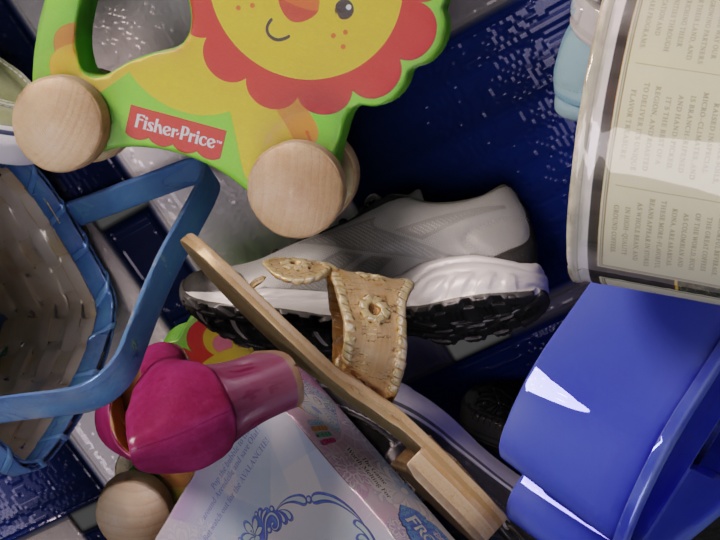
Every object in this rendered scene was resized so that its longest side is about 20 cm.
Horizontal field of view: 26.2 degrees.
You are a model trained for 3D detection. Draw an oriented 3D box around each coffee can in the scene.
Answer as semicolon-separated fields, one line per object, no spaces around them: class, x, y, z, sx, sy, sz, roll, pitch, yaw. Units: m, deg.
coffee can;0.196;-0.050;0.633;0.198;0.147;0.148;11;119;15

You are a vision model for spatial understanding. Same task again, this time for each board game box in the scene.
board game box;-0.028;0.190;0.821;0.199;0.043;0.201;46;122;24

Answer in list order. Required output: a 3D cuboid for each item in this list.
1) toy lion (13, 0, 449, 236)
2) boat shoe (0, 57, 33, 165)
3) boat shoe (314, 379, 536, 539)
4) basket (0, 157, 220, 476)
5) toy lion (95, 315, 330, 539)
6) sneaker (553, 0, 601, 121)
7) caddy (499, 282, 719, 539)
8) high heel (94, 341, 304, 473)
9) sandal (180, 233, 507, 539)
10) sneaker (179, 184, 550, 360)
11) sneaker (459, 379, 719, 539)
toy lion;-0.056;-0.127;0.765;0.198;0.069;0.194;15;101;6
boat shoe;-0.249;-0.124;0.830;0.199;0.072;0.062;27;122;2
boat shoe;0.035;0.126;0.837;0.199;0.066;0.070;36;124;0
basket;-0.179;0.018;0.833;0.199;0.177;0.140;-16;123;31
toy lion;-0.048;0.115;0.914;0.200;0.069;0.192;41;111;-9
sneaker;0.188;-0.072;0.756;0.199;0.074;0.082;25;129;9
caddy;0.154;0.067;0.755;0.104;0.200;0.142;27;154;24
high heel;-0.116;0.076;0.786;0.199;0.096;0.068;-24;86;55
sandal;0.008;0.038;0.764;0.070;0.078;0.212;-45;96;-9
sneaker;0.000;0.000;0.831;0.198;0.080;0.074;-7;157;8
sneaker;0.149;0.131;0.869;0.198;0.060;0.105;10;119;9
